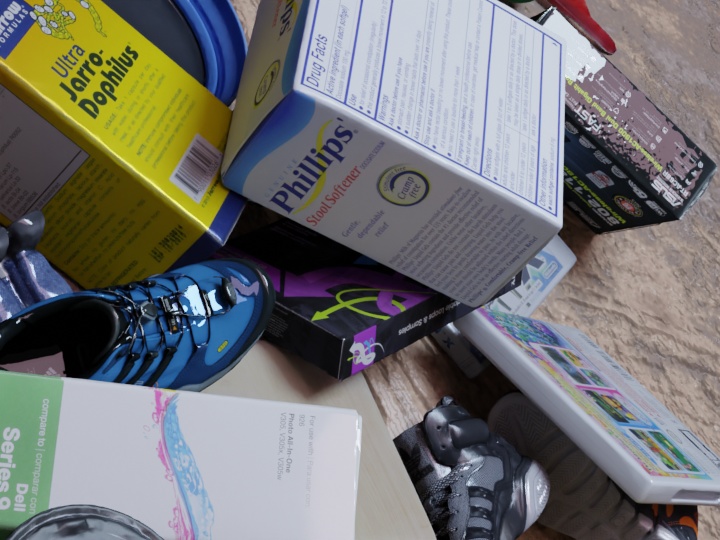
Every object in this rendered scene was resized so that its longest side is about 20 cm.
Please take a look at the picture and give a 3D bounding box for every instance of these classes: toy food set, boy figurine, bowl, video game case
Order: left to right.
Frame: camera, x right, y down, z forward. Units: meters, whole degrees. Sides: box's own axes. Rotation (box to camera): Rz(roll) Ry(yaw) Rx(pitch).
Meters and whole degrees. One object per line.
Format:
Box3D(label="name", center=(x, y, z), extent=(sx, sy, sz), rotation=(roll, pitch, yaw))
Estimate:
Box3D(label="boy figurine", center=(-0.169, 0.067, 0.983), extent=(0.201, 0.064, 0.124), rotation=(54, 36, 6))
Box3D(label="bowl", center=(-0.170, -0.182, 1.180), extent=(0.200, 0.039, 0.202), rotation=(30, 39, -28))
Box3D(label="toy food set", center=(-0.049, 0.128, 1.044), extent=(0.143, 0.060, 0.201), rotation=(-1, 53, -38))
Box3D(label="video game case", center=(0.076, -0.032, 1.326), extent=(0.183, 0.022, 0.200), rotation=(50, 39, -2))
Box3D(label="video game case", center=(0.181, 0.102, 1.232), extent=(0.200, 0.024, 0.182), rotation=(45, 18, 31))

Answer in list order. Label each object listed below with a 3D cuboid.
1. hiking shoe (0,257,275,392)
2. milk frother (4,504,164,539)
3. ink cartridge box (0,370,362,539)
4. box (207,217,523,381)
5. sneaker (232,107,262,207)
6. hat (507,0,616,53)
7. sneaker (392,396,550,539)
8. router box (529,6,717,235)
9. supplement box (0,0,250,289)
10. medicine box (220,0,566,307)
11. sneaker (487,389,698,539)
Box3D(label="hiking shoe", center=(-0.129, 0.041, 0.922), extent=(0.199, 0.087, 0.075), rotation=(-23, 82, -25))
Box3D(label="milk frother", center=(-0.137, 0.243, 0.779), extent=(0.180, 0.188, 0.201), rotation=(16, 51, -33))
Box3D(label="ink cartridge box", center=(-0.108, 0.124, 0.870), extent=(0.198, 0.146, 0.088), rotation=(6, 64, -10))
Box3D(label="box", center=(0.000, 0.000, 1.138), extent=(0.142, 0.036, 0.199), rotation=(26, 32, 32))
Box3D(label="sneaker", center=(-0.001, -0.085, 1.180), extent=(0.198, 0.080, 0.074), rotation=(3, 24, -9))
Box3D(label="hat", center=(0.137, -0.268, 1.570), extent=(0.199, 0.177, 0.166), rotation=(16, 40, 16))
Box3D(label="sneaker", center=(0.055, 0.164, 1.118), extent=(0.114, 0.075, 0.200), rotation=(46, 34, -6))
Box3D(label="router box", center=(0.180, -0.120, 1.389), extent=(0.200, 0.150, 0.062), rotation=(42, 75, -12))
Box3D(label="supplement box", center=(-0.174, -0.083, 1.055), extent=(0.200, 0.109, 0.110), rotation=(40, 40, -14))
Box3D(label="medicine box", center=(0.028, -0.106, 1.085), extent=(0.199, 0.103, 0.183), rotation=(26, 45, -18))
Box3D(label="sneaker", center=(0.178, 0.153, 1.255), extent=(0.200, 0.077, 0.112), rotation=(47, 28, -7))
